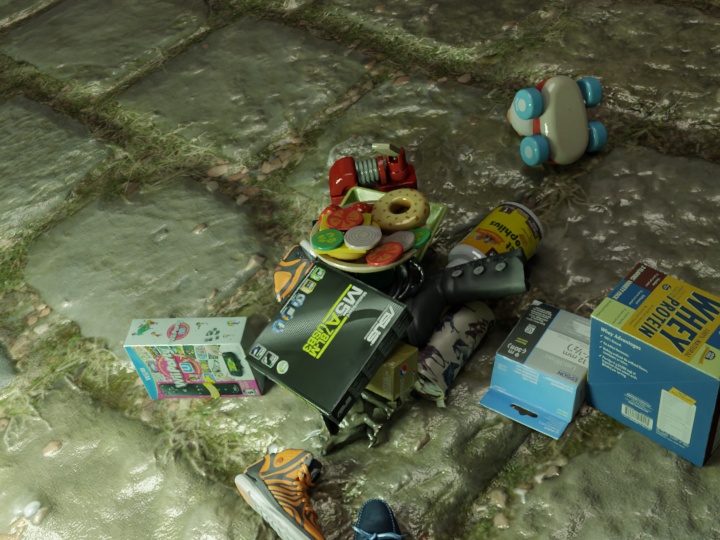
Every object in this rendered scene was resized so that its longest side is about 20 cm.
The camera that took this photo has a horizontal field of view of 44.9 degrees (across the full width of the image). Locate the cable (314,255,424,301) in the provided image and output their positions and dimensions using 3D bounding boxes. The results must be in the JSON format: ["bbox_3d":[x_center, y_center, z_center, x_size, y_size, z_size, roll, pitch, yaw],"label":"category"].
[{"bbox_3d":[0.000,0.000,1.433,0.163,0.051,0.200,-38,53,-10],"label":"cable"}]

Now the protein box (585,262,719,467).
[{"bbox_3d":[0.449,0.136,1.265,0.198,0.201,0.135,29,55,35],"label":"protein box"}]

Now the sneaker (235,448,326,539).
[{"bbox_3d":[-0.087,0.326,1.261,0.112,0.078,0.200,-36,48,-23],"label":"sneaker"}]

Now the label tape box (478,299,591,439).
[{"bbox_3d":[0.295,0.152,1.383,0.143,0.066,0.200,21,50,30],"label":"label tape box"}]

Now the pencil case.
[{"bbox_3d":[0.150,0.127,1.432,0.078,0.090,0.200,-8,33,48],"label":"pencil case"}]

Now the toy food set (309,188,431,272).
[{"bbox_3d":[0.016,-0.064,1.404,0.198,0.049,0.199,-1,38,7],"label":"toy food set"}]

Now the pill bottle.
[{"bbox_3d":[0.231,-0.027,1.552,0.109,0.110,0.200,27,55,34],"label":"pill bottle"}]

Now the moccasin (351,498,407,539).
[{"bbox_3d":[0.027,0.393,1.182,0.080,0.069,0.201,-9,43,2],"label":"moccasin"}]

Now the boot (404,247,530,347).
[{"bbox_3d":[0.174,0.043,1.401,0.198,0.066,0.166,-8,43,15],"label":"boot"}]

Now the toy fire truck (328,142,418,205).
[{"bbox_3d":[0.020,-0.191,1.703,0.175,0.201,0.129,-9,42,2],"label":"toy fire truck"}]

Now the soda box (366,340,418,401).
[{"bbox_3d":[-0.006,0.129,1.373,0.199,0.064,0.068,22,36,33],"label":"soda box"}]

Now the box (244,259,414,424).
[{"bbox_3d":[-0.050,0.103,1.324,0.193,0.048,0.200,27,74,38],"label":"box"}]

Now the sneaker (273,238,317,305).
[{"bbox_3d":[-0.072,0.048,1.492,0.112,0.078,0.200,-43,62,-2],"label":"sneaker"}]

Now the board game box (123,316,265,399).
[{"bbox_3d":[-0.270,0.147,1.450,0.198,0.148,0.065,-2,46,11],"label":"board game box"}]

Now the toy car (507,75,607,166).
[{"bbox_3d":[0.376,-0.309,1.818,0.183,0.178,0.200,-15,12,-23],"label":"toy car"}]

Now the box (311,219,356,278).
[{"bbox_3d":[0.009,-0.048,1.667,0.198,0.046,0.160,-10,43,1],"label":"box"}]

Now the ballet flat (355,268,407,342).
[{"bbox_3d":[0.032,0.047,1.460,0.067,0.064,0.201,-7,53,-11],"label":"ballet flat"}]

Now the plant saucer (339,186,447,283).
[{"bbox_3d":[0.036,-0.055,1.593,0.198,0.048,0.201,14,51,21],"label":"plant saucer"}]

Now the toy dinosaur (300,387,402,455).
[{"bbox_3d":[0.002,0.208,1.363,0.102,0.077,0.200,32,69,12],"label":"toy dinosaur"}]
